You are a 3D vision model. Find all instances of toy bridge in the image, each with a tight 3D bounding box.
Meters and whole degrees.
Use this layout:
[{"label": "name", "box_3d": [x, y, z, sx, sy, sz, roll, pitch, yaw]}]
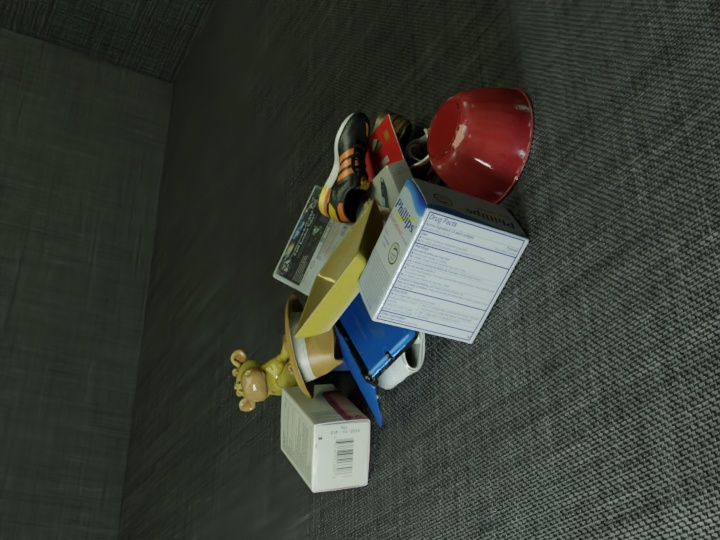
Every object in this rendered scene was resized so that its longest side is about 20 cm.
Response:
[{"label": "toy bridge", "box_3d": [0.045, -0.069, 1.626, 0.201, 0.027, 0.068, -117, 24, -48]}]

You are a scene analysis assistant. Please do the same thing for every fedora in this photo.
[{"label": "fedora", "box_3d": [-0.080, 0.132, 1.716, 0.201, 0.081, 0.203, -13, -90, -83]}]

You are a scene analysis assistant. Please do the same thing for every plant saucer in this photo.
[{"label": "plant saucer", "box_3d": [-0.025, 0.006, 1.569, 0.200, 0.048, 0.201, -52, 11, 30]}]

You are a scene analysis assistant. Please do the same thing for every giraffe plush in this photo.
[{"label": "giraffe plush", "box_3d": [-0.180, 0.214, 1.915, 0.200, 0.160, 0.175, 98, 164, -72]}]

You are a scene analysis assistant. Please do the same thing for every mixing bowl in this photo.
[{"label": "mixing bowl", "box_3d": [0.175, -0.210, 1.513, 0.200, 0.107, 0.202, -45, 38, 51]}]

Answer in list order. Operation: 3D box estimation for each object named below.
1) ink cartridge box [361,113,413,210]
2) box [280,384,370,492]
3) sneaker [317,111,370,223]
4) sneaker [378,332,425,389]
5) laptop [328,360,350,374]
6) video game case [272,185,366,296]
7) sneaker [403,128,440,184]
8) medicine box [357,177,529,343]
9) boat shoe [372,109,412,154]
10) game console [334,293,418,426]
[{"label": "ink cartridge box", "box_3d": [0.037, -0.162, 1.710, 0.178, 0.044, 0.200, 68, 160, 6]}, {"label": "box", "box_3d": [-0.067, 0.301, 1.724, 0.200, 0.108, 0.130, -149, 59, -65]}, {"label": "sneaker", "box_3d": [-0.008, -0.182, 1.710, 0.090, 0.070, 0.202, 27, 103, 42]}, {"label": "sneaker", "box_3d": [0.067, 0.092, 1.633, 0.115, 0.073, 0.202, -37, 54, 52]}, {"label": "laptop", "box_3d": [-0.025, 0.093, 1.781, 0.200, 0.102, 0.179, 130, 146, -60]}, {"label": "video game case", "box_3d": [-0.076, -0.053, 1.795, 0.181, 0.023, 0.202, 24, 89, 52]}, {"label": "sneaker", "box_3d": [0.103, -0.177, 1.690, 0.201, 0.079, 0.079, -59, 30, 35]}, {"label": "medicine box", "box_3d": [0.121, -0.012, 1.425, 0.202, 0.180, 0.103, -64, 27, 23]}, {"label": "boat shoe", "box_3d": [0.052, -0.204, 1.821, 0.068, 0.072, 0.202, 26, 126, 25]}, {"label": "game console", "box_3d": [0.029, 0.127, 1.604, 0.171, 0.118, 0.200, -44, 40, 9]}]
